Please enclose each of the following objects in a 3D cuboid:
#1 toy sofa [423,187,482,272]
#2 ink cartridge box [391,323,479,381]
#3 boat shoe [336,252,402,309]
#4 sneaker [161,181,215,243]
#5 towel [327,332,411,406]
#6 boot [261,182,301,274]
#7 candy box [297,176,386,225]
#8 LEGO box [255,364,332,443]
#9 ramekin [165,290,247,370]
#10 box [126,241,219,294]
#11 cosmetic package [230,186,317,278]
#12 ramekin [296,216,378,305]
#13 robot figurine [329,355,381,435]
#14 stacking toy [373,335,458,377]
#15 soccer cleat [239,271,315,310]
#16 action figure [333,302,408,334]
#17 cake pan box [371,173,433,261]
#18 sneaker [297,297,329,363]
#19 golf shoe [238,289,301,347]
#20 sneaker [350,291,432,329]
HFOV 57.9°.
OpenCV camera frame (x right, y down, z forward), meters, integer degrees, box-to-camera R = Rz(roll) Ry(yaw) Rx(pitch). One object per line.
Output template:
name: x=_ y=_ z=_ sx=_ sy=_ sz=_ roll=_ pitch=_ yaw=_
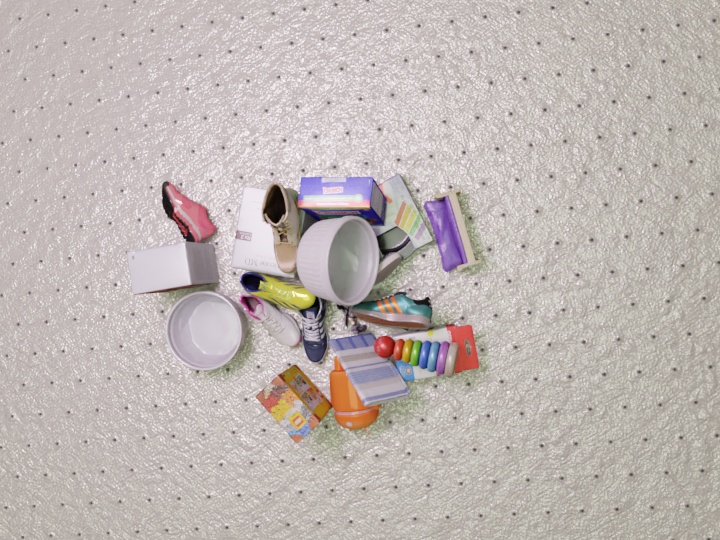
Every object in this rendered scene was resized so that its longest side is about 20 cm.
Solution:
toy sofa: x=0.226 y=-0.096 z=1.610 sx=0.097 sy=0.083 sz=0.200 roll=-16 pitch=88 yaw=5
ink cartridge box: x=0.186 y=0.201 z=1.623 sx=0.200 sy=0.067 sz=0.116 roll=-10 pitch=90 yaw=7
boat shoe: x=0.000 y=0.000 z=1.600 sx=0.200 sy=0.075 sz=0.093 roll=-38 pitch=70 yaw=1
sneaker: x=-0.451 y=-0.155 z=1.706 sx=0.087 sy=0.074 sz=0.200 roll=-24 pitch=70 yaw=-34
towel: x=0.021 y=0.238 z=1.574 sx=0.200 sy=0.147 sz=0.024 roll=56 pitch=132 yaw=32
boot: x=-0.175 y=-0.091 z=1.454 sx=0.072 sy=0.155 sz=0.200 roll=1 pitch=90 yaw=6
candy box: x=-0.037 y=-0.161 z=1.528 sx=0.169 sy=0.200 sz=0.077 roll=2 pitch=82 yaw=12
LEGO box: x=-0.158 y=0.321 z=1.598 sx=0.077 sy=0.200 sz=0.149 roll=-43 pitch=85 yaw=4
ramekin: x=-0.386 y=0.150 z=1.672 sx=0.200 sy=0.105 sz=0.201 roll=0 pitch=90 yaw=6
box: x=-0.464 y=-0.005 z=1.632 sx=0.152 sy=0.200 sz=0.107 roll=-9 pitch=89 yaw=7
cosmetic package: x=-0.208 y=-0.091 z=1.619 sx=0.165 sy=0.165 sz=0.200 roll=9 pitch=91 yaw=6
ramekin: x=-0.055 y=-0.025 z=1.484 sx=0.105 sy=0.200 sz=0.201 roll=6 pitch=91 yaw=35
robot figurine: x=-0.014 y=0.307 z=1.622 sx=0.144 sy=0.117 sz=0.200 roll=-7 pitch=90 yaw=7
stacking toy: x=0.130 y=0.195 z=1.562 sx=0.200 sy=0.085 sz=0.086 roll=11 pitch=92 yaw=13
soccer cleat: x=-0.205 y=0.049 z=1.575 sx=0.200 sy=0.084 sz=0.065 roll=15 pitch=82 yaw=23
action figure: x=0.028 y=0.100 z=1.642 sx=0.200 sy=0.069 sz=0.130 roll=8 pitch=94 yaw=9
cake pan box: x=0.063 y=-0.114 z=1.645 sx=0.184 sy=0.052 sz=0.200 roll=-26 pitch=88 yaw=9
sneaker: x=-0.120 y=0.138 z=1.638 sx=0.070 sy=0.108 sz=0.200 roll=2 pitch=91 yaw=7
golf shoe: x=-0.235 y=0.123 z=1.657 sx=0.200 sy=0.092 sz=0.075 roll=46 pitch=106 yaw=4
sneaker: x=0.077 y=0.090 z=1.572 sx=0.200 sy=0.071 sz=0.080 roll=6 pitch=67 yaw=18
